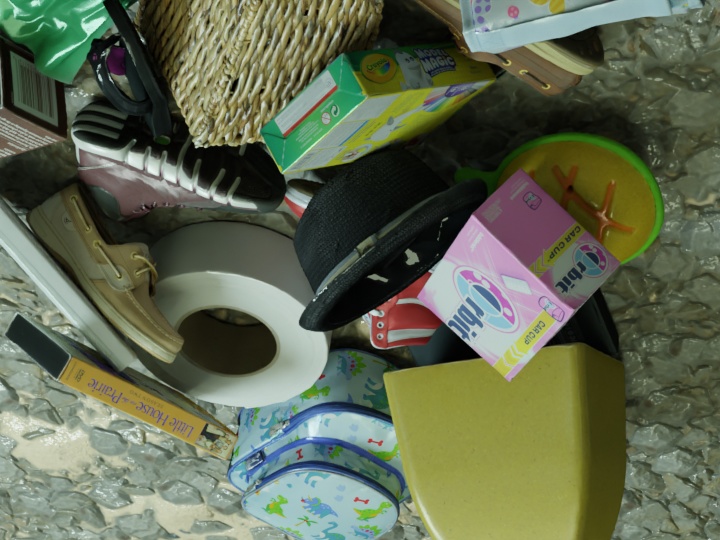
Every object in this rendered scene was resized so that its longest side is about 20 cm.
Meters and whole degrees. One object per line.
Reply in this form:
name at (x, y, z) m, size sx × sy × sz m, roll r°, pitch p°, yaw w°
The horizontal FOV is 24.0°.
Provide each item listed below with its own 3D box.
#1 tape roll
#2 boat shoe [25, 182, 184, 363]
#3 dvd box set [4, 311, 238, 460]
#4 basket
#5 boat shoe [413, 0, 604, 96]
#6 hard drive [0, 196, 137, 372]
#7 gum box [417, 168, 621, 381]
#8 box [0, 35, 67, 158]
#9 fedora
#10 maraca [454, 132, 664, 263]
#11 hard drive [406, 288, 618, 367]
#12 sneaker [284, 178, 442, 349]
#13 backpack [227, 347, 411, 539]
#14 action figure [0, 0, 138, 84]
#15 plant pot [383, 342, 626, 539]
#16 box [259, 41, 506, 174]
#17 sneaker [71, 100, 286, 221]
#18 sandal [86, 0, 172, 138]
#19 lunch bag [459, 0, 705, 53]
tape roll at (-0.125, 0.046, 1.660) m, size 0.202 × 0.071 × 0.202 m, roll 4°, pitch 137°, yaw 4°
boat shoe at (-0.225, -0.002, 1.566) m, size 0.200 × 0.069 × 0.074 m, roll 46°, pitch 180°, yaw 12°
dvd box set at (-0.227, 0.109, 1.601) m, size 0.200 × 0.029 × 0.146 m, roll 31°, pitch 178°, yaw -35°
basket at (-0.077, -0.219, 1.376) m, size 0.143 × 0.149 × 0.200 m, roll -10°, pitch 147°, yaw -31°
boat shoe at (0.100, -0.198, 1.361) m, size 0.200 × 0.072 × 0.068 m, roll 26°, pitch 133°, yaw -21°
hard drive at (-0.287, 0.005, 1.571) m, size 0.026 × 0.132 × 0.200 m, roll -42°, pitch 102°, yaw -6°
gum box at (0.129, 0.011, 1.443) m, size 0.114 × 0.066 × 0.200 m, roll 44°, pitch 156°, yaw 7°
box at (-0.367, -0.135, 1.482) m, size 0.200 × 0.075 × 0.100 m, roll -14°, pitch 162°, yaw 21°
fedora at (0.010, -0.037, 1.446) m, size 0.092 × 0.201 × 0.201 m, roll 54°, pitch 133°, yaw 13°
maraca at (0.169, -0.054, 1.479) m, size 0.200 × 0.107 × 0.137 m, roll -12°, pitch 114°, yaw 33°
hard drive at (0.135, 0.044, 1.641) m, size 0.200 × 0.033 × 0.140 m, roll -11°, pitch 134°, yaw 20°
sneaker at (0.000, 0.000, 1.558) m, size 0.200 × 0.071 × 0.112 m, roll 27°, pitch 106°, yaw -14°
backpack at (-0.018, 0.189, 1.739) m, size 0.183 × 0.147 × 0.200 m, roll 30°, pitch 130°, yaw -25°
action figure at (-0.218, -0.242, 1.381) m, size 0.200 × 0.055 × 0.118 m, roll -27°, pitch 124°, yaw 37°
plant pot at (0.153, 0.190, 1.618) m, size 0.195 × 0.200 × 0.194 m, roll -11°, pitch 167°, yaw 19°
box at (0.025, -0.138, 1.394) m, size 0.200 × 0.048 × 0.117 m, roll -12°, pitch 159°, yaw -49°
sneaker at (-0.168, -0.079, 1.542) m, size 0.200 × 0.076 × 0.116 m, roll 21°, pitch 142°, yaw 2°
sandal at (-0.194, -0.157, 1.404) m, size 0.048 × 0.075 × 0.200 m, roll -26°, pitch 162°, yaw -8°
lunch bag at (0.158, -0.244, 1.210) m, size 0.170 × 0.200 × 0.127 m, roll -10°, pitch 134°, yaw 21°
